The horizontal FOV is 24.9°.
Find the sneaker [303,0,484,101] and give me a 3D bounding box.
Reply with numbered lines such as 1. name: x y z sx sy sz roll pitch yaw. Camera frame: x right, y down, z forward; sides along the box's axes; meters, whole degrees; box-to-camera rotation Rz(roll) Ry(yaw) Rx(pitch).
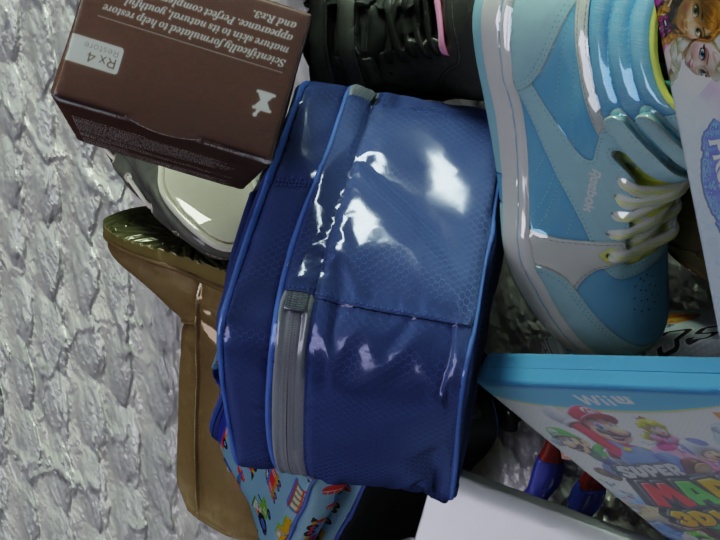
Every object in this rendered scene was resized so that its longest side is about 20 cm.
1. sneaker: 0.022 -0.116 0.812 0.200 0.099 0.071 180 89 -83

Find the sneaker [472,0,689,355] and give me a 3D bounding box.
1. sneaker: 0.123 -0.038 0.695 0.130 0.079 0.201 15 130 50

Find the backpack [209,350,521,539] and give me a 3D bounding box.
1. backpack: -0.018 0.051 0.949 0.201 0.134 0.183 66 153 24

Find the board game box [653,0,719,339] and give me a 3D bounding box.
1. board game box: 0.204 -0.030 0.618 0.041 0.199 0.201 -6 98 51

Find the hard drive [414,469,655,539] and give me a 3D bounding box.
1. hard drive: 0.115 0.195 0.838 0.199 0.026 0.133 18 99 18

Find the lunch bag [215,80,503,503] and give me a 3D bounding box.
1. lunch bag: 0.000 0.000 0.797 0.132 0.201 0.136 9 138 6

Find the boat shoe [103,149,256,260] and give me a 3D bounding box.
1. boat shoe: -0.124 -0.068 1.107 0.200 0.067 0.057 51 152 32

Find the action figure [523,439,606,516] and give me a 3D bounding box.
1. action figure: 0.101 0.166 0.931 0.065 0.052 0.201 28 125 36

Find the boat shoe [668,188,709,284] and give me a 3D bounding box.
1. boat shoe: 0.180 -0.031 0.747 0.201 0.066 0.072 -118 25 -49

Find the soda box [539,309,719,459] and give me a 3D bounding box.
1. soda box: 0.182 0.057 0.782 0.199 0.063 0.069 -3 101 49

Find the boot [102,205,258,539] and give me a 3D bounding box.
1. boot: -0.117 0.070 1.141 0.175 0.066 0.201 25 122 43

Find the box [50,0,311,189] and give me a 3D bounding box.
1. box: -0.088 -0.091 0.789 0.200 0.100 0.075 -169 95 -82

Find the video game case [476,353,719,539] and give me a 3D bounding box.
1. video game case: 0.165 0.096 0.746 0.200 0.018 0.143 40 155 -32
